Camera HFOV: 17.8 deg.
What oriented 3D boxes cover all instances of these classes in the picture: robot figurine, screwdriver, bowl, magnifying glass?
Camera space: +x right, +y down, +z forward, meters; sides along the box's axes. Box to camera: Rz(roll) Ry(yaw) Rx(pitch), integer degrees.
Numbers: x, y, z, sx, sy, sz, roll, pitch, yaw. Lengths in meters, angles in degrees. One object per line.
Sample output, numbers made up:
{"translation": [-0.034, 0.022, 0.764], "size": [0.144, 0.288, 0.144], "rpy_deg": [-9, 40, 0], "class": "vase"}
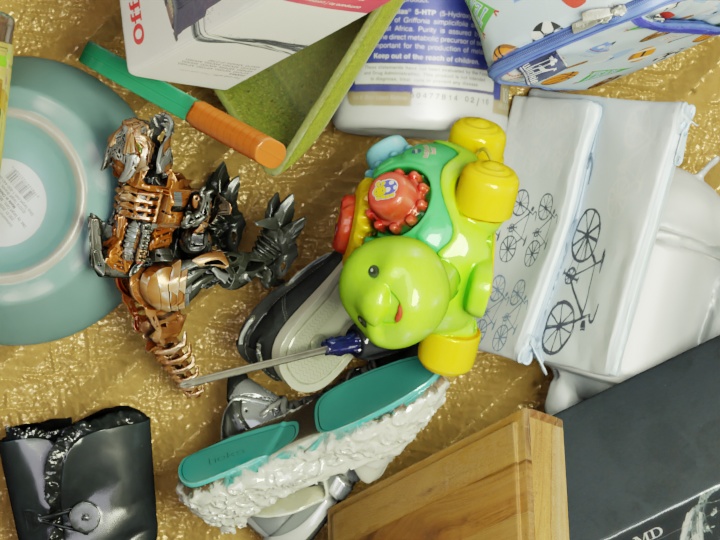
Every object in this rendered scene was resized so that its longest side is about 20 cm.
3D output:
{"translation": [0.184, 0.013, 1.543], "size": [0.169, 0.113, 0.200], "rpy_deg": [16, 90, 28], "class": "robot figurine"}
{"translation": [-0.036, 0.050, 1.477], "size": [0.200, 0.028, 0.029], "rpy_deg": [-7, 65, -36], "class": "screwdriver"}
{"translation": [-0.235, -0.050, 1.540], "size": [0.201, 0.105, 0.201], "rpy_deg": [0, 89, -1], "class": "bowl"}
{"translation": [-0.116, -0.109, 1.511], "size": [0.080, 0.200, 0.022], "rpy_deg": [27, 94, -45], "class": "magnifying glass"}

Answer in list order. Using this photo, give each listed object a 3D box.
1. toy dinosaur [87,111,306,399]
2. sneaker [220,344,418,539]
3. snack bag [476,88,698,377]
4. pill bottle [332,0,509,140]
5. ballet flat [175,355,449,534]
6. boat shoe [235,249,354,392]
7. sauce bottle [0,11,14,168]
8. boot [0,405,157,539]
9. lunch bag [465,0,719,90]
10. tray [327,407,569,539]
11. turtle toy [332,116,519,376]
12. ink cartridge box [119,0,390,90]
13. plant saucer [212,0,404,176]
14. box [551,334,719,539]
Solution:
{"translation": [-0.123, -0.013, 1.527], "size": [0.136, 0.200, 0.102], "rpy_deg": [-23, 53, -33], "class": "toy dinosaur"}
{"translation": [-0.030, 0.088, 1.559], "size": [0.115, 0.075, 0.200], "rpy_deg": [39, 90, 2], "class": "sneaker"}
{"translation": [0.134, -0.026, 1.510], "size": [0.021, 0.200, 0.189], "rpy_deg": [17, 89, -28], "class": "snack bag"}
{"translation": [0.044, -0.190, 1.538], "size": [0.120, 0.120, 0.200], "rpy_deg": [3, 90, -1], "class": "pill bottle"}
{"translation": [-0.025, 0.118, 1.506], "size": [0.200, 0.072, 0.072], "rpy_deg": [-23, 90, 14], "class": "ballet flat"}
{"translation": [0.000, 0.000, 1.553], "size": [0.200, 0.068, 0.072], "rpy_deg": [-42, 119, -22], "class": "boat shoe"}
{"translation": [-0.258, -0.067, 1.456], "size": [0.065, 0.065, 0.200], "rpy_deg": [4, 90, -1], "class": "sauce bottle"}
{"translation": [-0.143, 0.177, 1.551], "size": [0.200, 0.076, 0.168], "rpy_deg": [-3, 93, 7], "class": "boot"}
{"translation": [0.168, -0.171, 1.468], "size": [0.160, 0.200, 0.076], "rpy_deg": [-20, 85, 28], "class": "lunch bag"}
{"translation": [0.051, 0.168, 1.446], "size": [0.037, 0.200, 0.099], "rpy_deg": [19, 56, -32], "class": "tray"}
{"translation": [0.035, -0.012, 1.435], "size": [0.101, 0.200, 0.146], "rpy_deg": [10, 113, -6], "class": "turtle toy"}
{"translation": [-0.067, -0.214, 1.438], "size": [0.084, 0.200, 0.145], "rpy_deg": [4, 73, -40], "class": "ink cartridge box"}
{"translation": [-0.037, -0.196, 1.504], "size": [0.200, 0.048, 0.200], "rpy_deg": [-56, 49, 30], "class": "plant saucer"}
{"translation": [0.212, 0.171, 1.492], "size": [0.200, 0.124, 0.197], "rpy_deg": [-26, 129, -1], "class": "box"}
